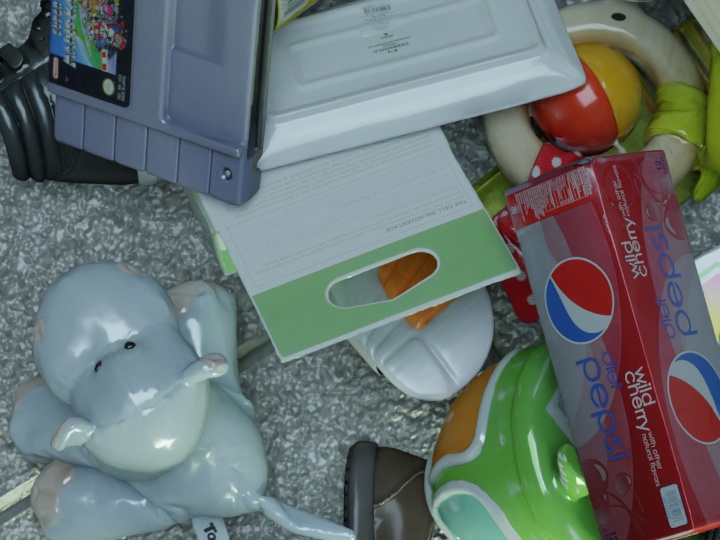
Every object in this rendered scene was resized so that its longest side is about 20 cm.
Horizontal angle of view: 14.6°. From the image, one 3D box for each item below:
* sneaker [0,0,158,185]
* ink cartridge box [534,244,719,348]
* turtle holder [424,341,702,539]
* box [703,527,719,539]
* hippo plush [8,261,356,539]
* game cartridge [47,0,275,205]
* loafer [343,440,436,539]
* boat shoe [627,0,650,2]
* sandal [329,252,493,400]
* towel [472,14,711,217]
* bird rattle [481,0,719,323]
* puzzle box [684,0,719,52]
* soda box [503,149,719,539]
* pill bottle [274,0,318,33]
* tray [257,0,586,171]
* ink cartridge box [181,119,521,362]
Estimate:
[{"bbox_3d":[-0.179,-0.142,1.614,0.099,0.071,0.201,-9,87,-7],"label":"sneaker"},{"bbox_3d":[0.211,0.041,1.602,0.199,0.059,0.104,-26,85,-3],"label":"ink cartridge box"},{"bbox_3d":[0.121,0.120,1.557,0.185,0.131,0.142,26,56,-39],"label":"turtle holder"},{"bbox_3d":[0.272,0.129,1.504,0.159,0.049,0.201,12,97,-14],"label":"box"},{"bbox_3d":[-0.131,0.084,1.524,0.159,0.161,0.201,-29,69,6],"label":"hippo plush"},{"bbox_3d":[-0.107,-0.143,1.505,0.129,0.038,0.201,17,122,18],"label":"game cartridge"},{"bbox_3d":[0.026,0.195,1.574,0.071,0.073,0.201,-1,83,0],"label":"loafer"},{"bbox_3d":[0.118,-0.240,1.606,0.070,0.066,0.200,-27,63,-8],"label":"boat shoe"},{"bbox_3d":[0.007,-0.005,1.612,0.079,0.059,0.207,-30,63,-13],"label":"sandal"},{"bbox_3d":[0.156,-0.067,1.637,0.200,0.018,0.086,-37,84,-5],"label":"towel"},{"bbox_3d":[0.137,-0.073,1.596,0.200,0.113,0.163,-33,66,-1],"label":"bird rattle"},{"bbox_3d":[0.204,-0.190,1.570,0.025,0.200,0.133,-37,85,26],"label":"puzzle box"},{"bbox_3d":[0.143,0.041,1.464,0.063,0.070,0.201,-21,81,42],"label":"soda box"},{"bbox_3d":[-0.032,-0.216,1.583,0.200,0.114,0.114,-39,85,-26],"label":"pill bottle"},{"bbox_3d":[0.018,-0.123,1.581,0.199,0.022,0.108,-15,50,-4],"label":"tray"},{"bbox_3d":[-0.013,-0.035,1.560,0.145,0.048,0.200,-21,55,-9],"label":"ink cartridge box"}]
